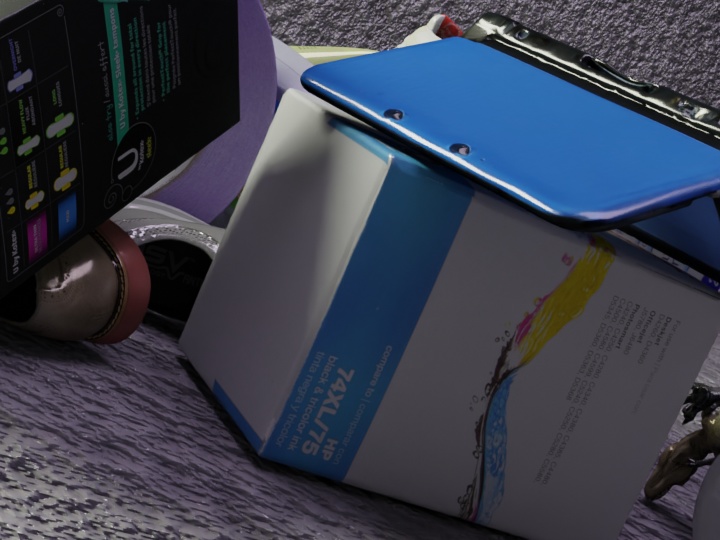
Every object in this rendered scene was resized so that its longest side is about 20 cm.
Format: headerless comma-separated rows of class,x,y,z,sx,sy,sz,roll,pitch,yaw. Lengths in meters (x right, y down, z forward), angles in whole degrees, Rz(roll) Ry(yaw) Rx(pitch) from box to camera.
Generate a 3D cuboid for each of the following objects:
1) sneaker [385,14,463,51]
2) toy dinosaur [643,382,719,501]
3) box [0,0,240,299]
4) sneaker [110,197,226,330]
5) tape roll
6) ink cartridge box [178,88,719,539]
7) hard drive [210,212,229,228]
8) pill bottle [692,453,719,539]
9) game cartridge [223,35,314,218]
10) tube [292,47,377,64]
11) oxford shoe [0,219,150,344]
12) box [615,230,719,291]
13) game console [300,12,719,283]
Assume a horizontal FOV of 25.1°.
sneaker,0.035,-0.128,1.131,0.199,0.094,0.070,5,-21,48
toy dinosaur,0.230,0.079,0.903,0.199,0.048,0.088,-24,-26,33
box,-0.166,-0.097,0.717,0.148,0.125,0.200,19,39,25
sneaker,-0.057,0.018,0.871,0.198,0.075,0.082,12,16,-5
tape roll,-0.150,-0.108,0.905,0.199,0.201,0.066,21,8,-21
ink cartridge box,0.042,0.026,0.791,0.199,0.147,0.147,21,9,-26
hard drive,-0.188,-0.072,1.119,0.199,0.043,0.135,21,9,-20
pill bottle,0.259,0.135,0.843,0.112,0.113,0.199,29,11,32
game cartridge,-0.058,-0.081,1.015,0.040,0.134,0.200,-26,46,-34
tube,-0.079,-0.143,1.200,0.198,0.052,0.058,-10,44,-20
oxford shoe,-0.189,-0.030,0.768,0.199,0.071,0.075,28,15,30
box,0.121,-0.002,1.046,0.199,0.185,0.105,17,17,-32
game console,0.095,-0.036,0.753,0.200,0.118,0.171,34,-20,44
